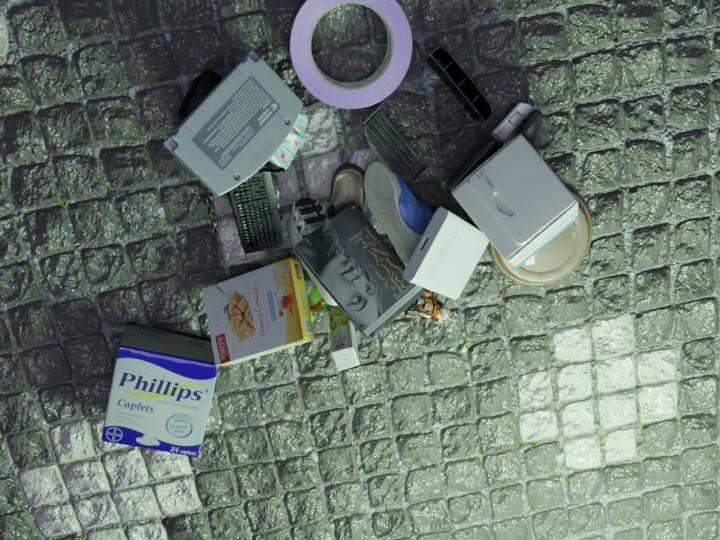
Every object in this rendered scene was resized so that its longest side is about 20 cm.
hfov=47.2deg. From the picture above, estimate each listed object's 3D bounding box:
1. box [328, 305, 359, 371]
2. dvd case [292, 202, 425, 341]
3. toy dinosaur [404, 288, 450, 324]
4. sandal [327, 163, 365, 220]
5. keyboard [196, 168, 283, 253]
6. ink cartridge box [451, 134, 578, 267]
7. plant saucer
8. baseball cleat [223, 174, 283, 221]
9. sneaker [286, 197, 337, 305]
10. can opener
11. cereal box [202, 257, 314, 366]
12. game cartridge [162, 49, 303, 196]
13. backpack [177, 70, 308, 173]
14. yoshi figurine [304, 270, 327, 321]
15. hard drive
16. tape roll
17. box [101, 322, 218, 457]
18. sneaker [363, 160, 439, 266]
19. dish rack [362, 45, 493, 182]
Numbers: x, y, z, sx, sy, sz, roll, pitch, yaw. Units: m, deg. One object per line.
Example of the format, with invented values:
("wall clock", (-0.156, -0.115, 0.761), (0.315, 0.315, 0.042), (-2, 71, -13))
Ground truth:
("box", (-0.031, 0.106, 1.453), (0.041, 0.200, 0.039), (-17, 114, 5))
("dvd case", (0.000, 0.000, 1.387), (0.148, 0.016, 0.200), (-38, 88, -33))
("toy dinosaur", (0.066, 0.033, 1.464), (0.102, 0.136, 0.200), (-43, 115, 9))
("sandal", (-0.020, -0.086, 1.460), (0.081, 0.055, 0.202), (3, 110, -6))
("keyboard", (-0.200, -0.094, 1.379), (0.126, 0.021, 0.201), (-6, 142, -1))
("ink cartridge box", (0.262, -0.109, 1.373), (0.146, 0.200, 0.147), (-40, 79, 10))
("plant saucer", (0.332, -0.062, 1.512), (0.198, 0.030, 0.202), (-2, 111, -4))
("baseball cleat", (-0.205, -0.158, 1.421), (0.106, 0.070, 0.201), (-32, 119, 1))
("sneaker", (-0.073, -0.025, 1.426), (0.075, 0.201, 0.081), (-7, 155, -35))
("can opener", (0.236, -0.205, 1.430), (0.053, 0.067, 0.200), (39, 103, -16))
("cereal box", (-0.180, 0.075, 1.433), (0.199, 0.039, 0.145), (-19, 76, 27))
("game cartridge", (-0.186, -0.218, 1.254), (0.133, 0.041, 0.200), (44, 79, -17))
("backpack", (-0.187, -0.241, 1.341), (0.199, 0.167, 0.127), (26, 101, -20))
("yoshi figurine", (-0.116, 0.046, 1.496), (0.199, 0.112, 0.113), (-22, 70, 18))
("hard drive", (0.152, -0.025, 1.429), (0.026, 0.200, 0.133), (31, 95, 29))
("tape roll", (-0.017, -0.371, 1.351), (0.198, 0.066, 0.202), (-1, 111, -4))
("box", (-0.365, 0.221, 1.519), (0.182, 0.105, 0.202), (12, 108, -9))
("sneaker", (0.087, -0.106, 1.455), (0.077, 0.111, 0.201), (-33, 83, 41))
("dish rack", (0.108, -0.256, 1.389), (0.200, 0.055, 0.153), (-46, 107, -5))
